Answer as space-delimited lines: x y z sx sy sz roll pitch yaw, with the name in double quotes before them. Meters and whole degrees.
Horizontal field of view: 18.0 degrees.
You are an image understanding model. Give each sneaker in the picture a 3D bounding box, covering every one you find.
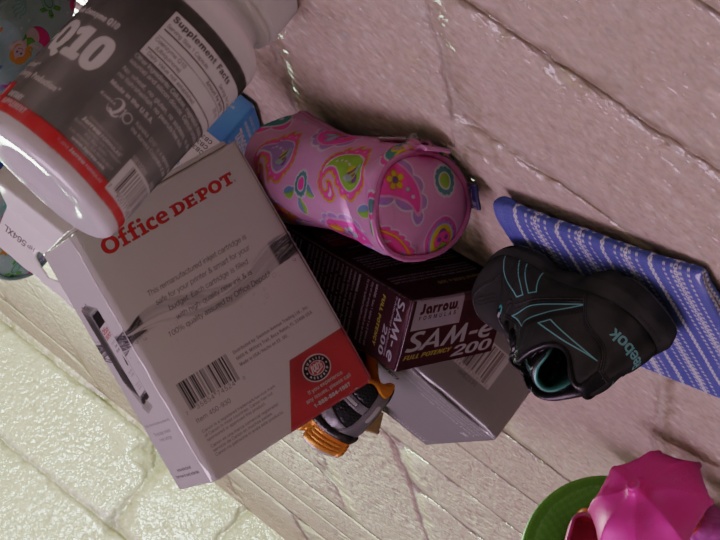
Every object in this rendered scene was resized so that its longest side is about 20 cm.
"sneaker" -0.028 0.044 1.772 0.078 0.077 0.201 15 -134 -50
"sneaker" 0.118 0.036 1.468 0.075 0.079 0.200 48 164 -21

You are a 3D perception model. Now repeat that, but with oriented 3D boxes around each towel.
"towel" 0.179 0.020 1.465 0.200 0.024 0.145 22 155 50

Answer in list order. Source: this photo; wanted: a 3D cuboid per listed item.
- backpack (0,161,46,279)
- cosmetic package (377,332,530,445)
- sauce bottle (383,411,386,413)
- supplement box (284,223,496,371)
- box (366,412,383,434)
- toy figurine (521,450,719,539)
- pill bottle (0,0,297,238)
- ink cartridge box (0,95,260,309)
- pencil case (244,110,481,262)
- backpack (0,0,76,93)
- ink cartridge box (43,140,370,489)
"backpack" -0.290 -0.092 1.990 0.150 0.200 0.178 34 165 25
"cosmetic package" 0.064 0.076 1.821 0.107 0.090 0.200 39 164 -6
"sauce bottle" 0.036 0.097 2.025 0.065 0.065 0.200 48 164 -29
"supplement box" 0.000 0.000 1.691 0.108 0.061 0.200 -9 -150 -44
"box" -0.079 0.105 1.953 0.199 0.021 0.163 16 177 -1
"toy figurine" 0.235 0.211 1.736 0.199 0.151 0.184 19 156 -1
"pill bottle" -0.141 -0.129 1.471 0.114 0.200 0.114 38 166 11
"ink cartridge box" -0.186 -0.069 1.801 0.128 0.200 0.125 37 167 14
"pencil case" -0.003 -0.061 1.582 0.087 0.088 0.200 48 165 -28
"backpack" -0.322 -0.214 1.755 0.200 0.178 0.151 41 172 43
"ink cartridge box" -0.110 0.032 1.616 0.201 0.146 0.083 60 156 -3
